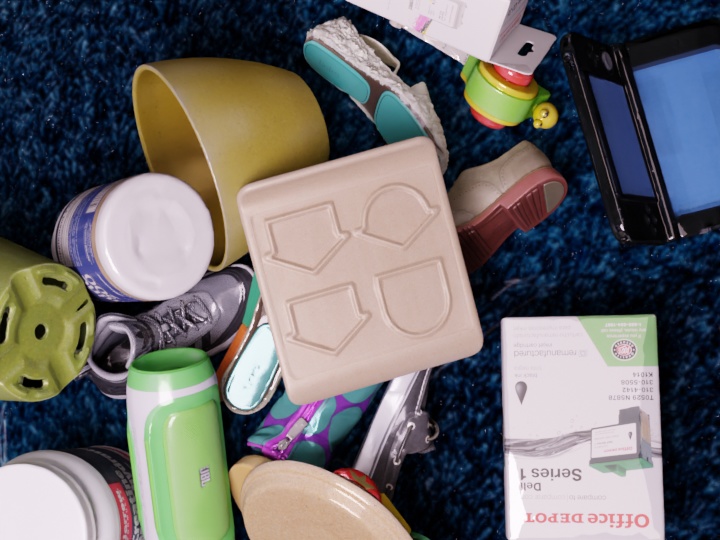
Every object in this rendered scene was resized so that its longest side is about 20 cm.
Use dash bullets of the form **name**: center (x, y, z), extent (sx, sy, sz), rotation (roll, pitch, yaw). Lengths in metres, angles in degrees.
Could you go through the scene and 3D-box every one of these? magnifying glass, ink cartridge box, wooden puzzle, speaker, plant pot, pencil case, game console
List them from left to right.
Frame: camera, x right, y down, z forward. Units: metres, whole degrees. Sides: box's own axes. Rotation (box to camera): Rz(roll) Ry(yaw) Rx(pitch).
- **plant pot**: center (-0.350, 0.043, 1.006), extent (0.187, 0.199, 0.204), rotation (8, 84, 32)
- **speaker**: center (-0.164, 0.179, 0.997), extent (0.087, 0.089, 0.204), rotation (-3, 103, 7)
- **plant pot**: center (-0.114, -0.121, 1.045), extent (0.140, 0.200, 0.202), rotation (-24, 79, -23)
- **magnifying glass**: center (-0.096, 0.039, 1.072), extent (0.022, 0.079, 0.202), rotation (34, 100, 26)
- **pencil case**: center (-0.022, 0.103, 1.038), extent (0.084, 0.092, 0.202), rotation (32, 87, 10)
- **wooden puzzle**: center (0.000, 0.000, 0.971), extent (0.182, 0.046, 0.204), rotation (-15, 98, -4)
- **ink cartridge box**: center (0.097, -0.271, 1.049), extent (0.197, 0.117, 0.068), rotation (26, 128, 9)
- **ink cartridge box**: center (0.203, 0.147, 1.005), extent (0.143, 0.084, 0.204), rotation (-2, 82, 8)
- **game console**: center (0.290, -0.136, 1.016), extent (0.115, 0.175, 0.204), rotation (-21, 79, 33)

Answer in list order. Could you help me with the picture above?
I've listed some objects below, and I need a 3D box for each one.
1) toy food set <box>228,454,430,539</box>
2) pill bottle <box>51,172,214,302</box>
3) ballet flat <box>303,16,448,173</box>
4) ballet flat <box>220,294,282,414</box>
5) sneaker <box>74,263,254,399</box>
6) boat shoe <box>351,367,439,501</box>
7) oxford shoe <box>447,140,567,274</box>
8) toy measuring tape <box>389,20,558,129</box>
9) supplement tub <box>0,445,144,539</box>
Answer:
- **toy food set**: center (-0.025, 0.243, 0.987), extent (0.198, 0.049, 0.199), rotation (-21, 112, 43)
- **pill bottle**: center (-0.224, -0.027, 1.024), extent (0.109, 0.199, 0.113), rotation (1, 88, -32)
- **ballet flat**: center (0.028, -0.182, 1.083), extent (0.072, 0.072, 0.200), rotation (-44, 81, 0)
- **ballet flat**: center (-0.075, 0.045, 1.049), extent (0.067, 0.062, 0.202), rotation (34, 94, -3)
- **sneaker**: center (-0.187, 0.058, 1.055), extent (0.198, 0.114, 0.076), rotation (-33, 80, 3)
- **boat shoe**: center (0.040, 0.160, 1.037), extent (0.065, 0.070, 0.203), rotation (24, 87, 2)
- **oxford shoe**: center (0.103, -0.051, 1.064), extent (0.198, 0.071, 0.075), rotation (-31, 53, 5)
- **toy measuring tape**: center (0.106, -0.196, 1.063), extent (0.198, 0.074, 0.074), rotation (34, 88, 7)
- **supplement tub**: center (-0.271, 0.236, 1.001), extent (0.137, 0.200, 0.143), rotation (-1, 83, 7)
